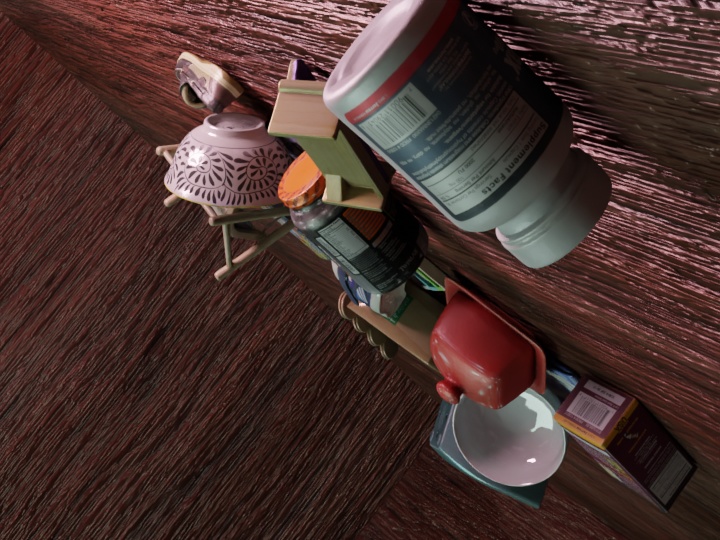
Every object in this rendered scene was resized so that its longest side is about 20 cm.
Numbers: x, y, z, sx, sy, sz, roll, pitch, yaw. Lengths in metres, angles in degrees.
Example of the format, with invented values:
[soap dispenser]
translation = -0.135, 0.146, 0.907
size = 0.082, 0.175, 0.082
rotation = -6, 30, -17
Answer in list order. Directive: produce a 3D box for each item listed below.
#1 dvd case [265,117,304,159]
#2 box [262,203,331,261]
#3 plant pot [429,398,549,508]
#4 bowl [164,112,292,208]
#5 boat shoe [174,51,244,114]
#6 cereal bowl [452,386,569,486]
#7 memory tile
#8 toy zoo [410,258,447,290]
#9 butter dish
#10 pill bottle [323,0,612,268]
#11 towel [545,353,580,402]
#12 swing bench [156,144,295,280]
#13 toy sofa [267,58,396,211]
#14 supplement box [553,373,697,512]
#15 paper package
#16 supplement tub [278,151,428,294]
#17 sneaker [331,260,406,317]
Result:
[dvd case]
translation = -0.061, -0.157, 1.705
size = 0.199, 0.018, 0.143
rotation = 40, 174, -10
[box]
translation = -0.115, -0.093, 2.012
size = 0.200, 0.038, 0.136
rotation = 41, 173, -13
[plant pot]
translation = 0.237, 0.293, 2.071
size = 0.198, 0.199, 0.196
rotation = 18, 175, -5
[bowl]
translation = -0.182, -0.169, 1.649
size = 0.198, 0.095, 0.201
rotation = 4, -155, -2
[boat shoe]
translation = -0.238, -0.273, 1.690
size = 0.073, 0.065, 0.200
rotation = 43, 172, -28
[cereal bowl]
translation = 0.258, 0.254, 1.924
size = 0.199, 0.201, 0.083
rotation = 38, -147, 4
[memory tile]
translation = 0.031, 0.059, 2.139
size = 0.017, 0.155, 0.200
rotation = -2, 147, 37
[toy zoo]
translation = 0.075, -0.016, 1.896
size = 0.131, 0.021, 0.200
rotation = 40, 174, -9
[butter dish]
translation = 0.174, 0.140, 1.757
size = 0.199, 0.148, 0.200
rotation = 37, 165, 23
[pill bottle]
translation = 0.081, -0.099, 0.821
size = 0.200, 0.120, 0.119
rotation = 41, 173, -18
[towel]
translation = 0.327, 0.185, 1.850
size = 0.146, 0.024, 0.200
rotation = 32, 170, 45
[swing bench]
translation = -0.185, -0.125, 1.803
size = 0.199, 0.198, 0.131
rotation = 49, 153, 35
[toy sofa]
translation = -0.024, -0.153, 1.309
size = 0.082, 0.099, 0.200
rotation = 9, 161, 22
[supplement box]
translation = 0.387, 0.251, 1.673
size = 0.200, 0.086, 0.110
rotation = 43, 172, -33
[paper package]
translation = 0.106, 0.092, 2.020
size = 0.199, 0.104, 0.190
rotation = 36, 180, 29
[supplement tub]
translation = -0.010, -0.070, 1.544
size = 0.200, 0.123, 0.122
rotation = 43, 172, -29
[sneaker]
translation = 0.000, 0.000, 1.866
size = 0.146, 0.081, 0.200
rotation = 38, 172, 13
